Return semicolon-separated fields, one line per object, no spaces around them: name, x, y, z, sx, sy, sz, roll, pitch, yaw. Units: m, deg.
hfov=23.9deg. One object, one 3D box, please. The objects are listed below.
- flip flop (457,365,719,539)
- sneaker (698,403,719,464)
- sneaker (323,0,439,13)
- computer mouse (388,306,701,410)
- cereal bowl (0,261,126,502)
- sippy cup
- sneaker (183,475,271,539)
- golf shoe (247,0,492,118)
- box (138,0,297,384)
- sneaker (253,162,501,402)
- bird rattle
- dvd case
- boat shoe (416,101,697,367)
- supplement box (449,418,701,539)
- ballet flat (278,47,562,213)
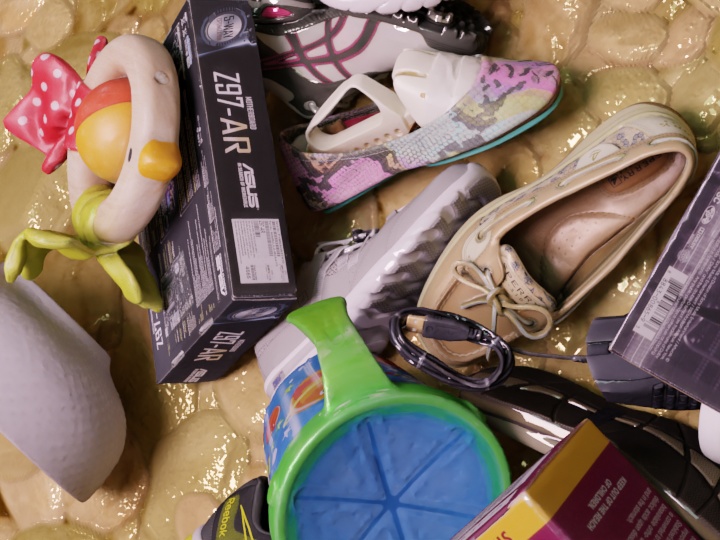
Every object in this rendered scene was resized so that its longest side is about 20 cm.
flip flop;0.134;0.110;0.925;0.199;0.081;0.058;22;111;36
sneaker;0.248;0.024;0.862;0.084;0.073;0.201;36;99;36
sneaker;0.057;-0.218;0.993;0.198;0.082;0.075;-23;36;0
computer mouse;0.114;0.040;0.906;0.198;0.034;0.059;5;61;-7
cereal bowl;-0.224;0.056;1.112;0.083;0.200;0.200;-46;56;-9
sippy cup;0.003;0.110;0.963;0.130;0.138;0.179;-132;58;-68
sneaker;-0.034;0.202;1.012;0.200;0.074;0.085;43;107;33
golf shoe;-0.003;-0.140;1.083;0.199;0.077;0.089;12;110;35
box;-0.101;-0.047;1.083;0.160;0.043;0.202;135;130;-58
sneaker;0.000;0.000;1.035;0.200;0.075;0.082;-45;56;16
bird rattle;-0.153;-0.077;1.076;0.163;0.112;0.201;-43;38;44
dvd case;0.244;0.024;0.832;0.199;0.016;0.150;29;103;5
boat shoe;0.106;-0.015;0.957;0.073;0.063;0.200;41;107;-10
supplement box;0.123;0.198;0.836;0.200;0.103;0.131;46;120;6
ballet flat;0.025;-0.093;1.025;0.199;0.071;0.069;-21;30;38
